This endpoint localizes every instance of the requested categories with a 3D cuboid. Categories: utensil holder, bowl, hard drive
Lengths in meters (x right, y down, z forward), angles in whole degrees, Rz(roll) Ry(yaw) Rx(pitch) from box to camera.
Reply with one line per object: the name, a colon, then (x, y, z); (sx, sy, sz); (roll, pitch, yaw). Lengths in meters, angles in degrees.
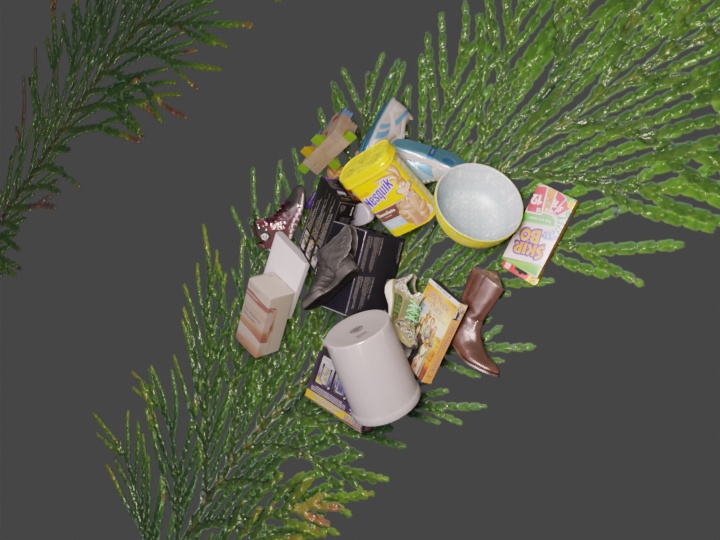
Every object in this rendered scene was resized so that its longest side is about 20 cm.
utensil holder: (0.026, 0.214, 1.556); (0.168, 0.170, 0.203); (-9, 112, 33)
bowl: (0.248, -0.123, 1.538); (0.202, 0.198, 0.108); (60, 159, 22)
hard drive: (-0.205, 0.014, 1.861); (0.132, 0.026, 0.202); (44, 131, 26)

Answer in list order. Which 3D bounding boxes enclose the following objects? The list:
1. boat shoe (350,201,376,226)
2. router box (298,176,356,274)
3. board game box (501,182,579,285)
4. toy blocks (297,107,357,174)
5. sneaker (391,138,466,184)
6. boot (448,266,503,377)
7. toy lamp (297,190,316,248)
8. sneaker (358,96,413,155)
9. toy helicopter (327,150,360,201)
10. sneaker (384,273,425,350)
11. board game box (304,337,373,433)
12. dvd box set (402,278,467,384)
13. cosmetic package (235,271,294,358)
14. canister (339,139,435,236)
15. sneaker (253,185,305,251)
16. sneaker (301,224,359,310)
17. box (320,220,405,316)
boat shoe: (-0.014, -0.143, 1.761); (0.199, 0.066, 0.071); (-14, 98, 56)
router box: (-0.086, -0.112, 1.739); (0.150, 0.050, 0.202); (56, 131, 51)
board game box: (0.384, -0.078, 1.505); (0.095, 0.030, 0.203); (33, 107, 32)
toy blocks: (-0.071, -0.342, 1.788); (0.199, 0.099, 0.138); (-35, 26, 44)
sneaker: (0.157, -0.223, 1.653); (0.197, 0.080, 0.132); (23, 126, 15)
boot: (0.279, 0.109, 1.543); (0.186, 0.064, 0.202); (36, 103, 32)
toy lamp: (-0.139, -0.112, 1.852); (0.058, 0.058, 0.203); (25, 100, 33)
sneaker: (0.060, -0.321, 1.671); (0.202, 0.080, 0.076); (-61, 15, -19)
toy helicopter: (-0.015, -0.239, 1.779); (0.198, 0.078, 0.135); (12, 102, 45)
sneaker: (0.112, 0.087, 1.620); (0.088, 0.076, 0.203); (-36, 48, 31)
board game box: (-0.031, 0.283, 1.747); (0.198, 0.056, 0.168); (26, 103, 33)
dvd box set: (0.161, 0.137, 1.603); (0.203, 0.029, 0.146); (-66, 30, 13)
cosmetic package: (-0.257, 0.120, 1.864); (0.103, 0.086, 0.203); (38, 125, 32)
canister: (0.069, -0.185, 1.608); (0.147, 0.200, 0.087); (-24, 34, 37)
sneaker: (-0.225, -0.143, 1.869); (0.203, 0.114, 0.076); (-71, 23, 9)
sneaker: (-0.073, -0.005, 1.579); (0.199, 0.060, 0.105); (-39, 67, 21)
box: (0.000, 0.000, 1.671); (0.103, 0.181, 0.204); (18, 96, 34)
